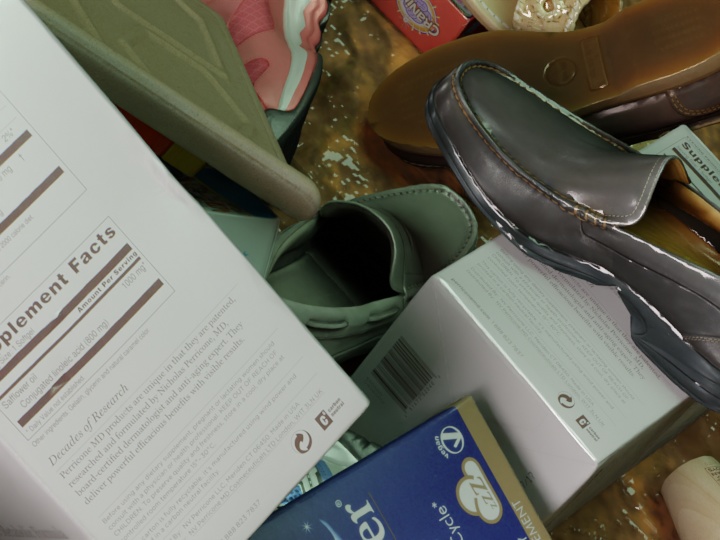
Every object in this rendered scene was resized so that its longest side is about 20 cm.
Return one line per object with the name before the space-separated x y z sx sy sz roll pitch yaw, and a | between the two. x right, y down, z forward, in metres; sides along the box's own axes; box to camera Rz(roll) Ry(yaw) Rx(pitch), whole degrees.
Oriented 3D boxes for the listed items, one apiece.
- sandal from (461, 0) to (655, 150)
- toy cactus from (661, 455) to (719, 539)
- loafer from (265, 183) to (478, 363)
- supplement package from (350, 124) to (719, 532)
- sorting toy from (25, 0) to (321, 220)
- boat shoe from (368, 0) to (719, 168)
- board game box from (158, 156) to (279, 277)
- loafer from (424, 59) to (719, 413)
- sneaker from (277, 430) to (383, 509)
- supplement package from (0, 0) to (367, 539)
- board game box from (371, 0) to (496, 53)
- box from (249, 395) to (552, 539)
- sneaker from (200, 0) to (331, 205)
sandal | 0.117 -0.130 1.212 0.078 0.070 0.212 -38 97 -42
toy cactus | 0.192 0.153 1.076 0.200 0.102 0.165 -13 54 -27
loafer | 0.000 0.000 1.076 0.070 0.070 0.200 41 37 10
supplement package | 0.104 0.035 1.089 0.110 0.114 0.200 49 46 11
sorting toy | -0.114 -0.105 0.970 0.185 0.036 0.200 33 15 -33
boat shoe | 0.106 -0.082 1.160 0.070 0.199 0.071 52 35 -52
board game box | -0.155 -0.029 0.974 0.200 0.064 0.148 7 18 -28
loafer | 0.117 -0.029 1.015 0.200 0.072 0.073 39 46 4
sneaker | -0.041 0.099 0.995 0.200 0.076 0.077 26 66 -8
supplement package | -0.116 0.014 0.830 0.200 0.114 0.110 49 66 -14
board game box | 0.055 -0.214 1.301 0.153 0.040 0.200 46 47 9
box | 0.000 0.144 0.923 0.200 0.032 0.121 -28 87 -37
sneaker | -0.064 -0.105 1.141 0.087 0.074 0.200 15 42 -7
